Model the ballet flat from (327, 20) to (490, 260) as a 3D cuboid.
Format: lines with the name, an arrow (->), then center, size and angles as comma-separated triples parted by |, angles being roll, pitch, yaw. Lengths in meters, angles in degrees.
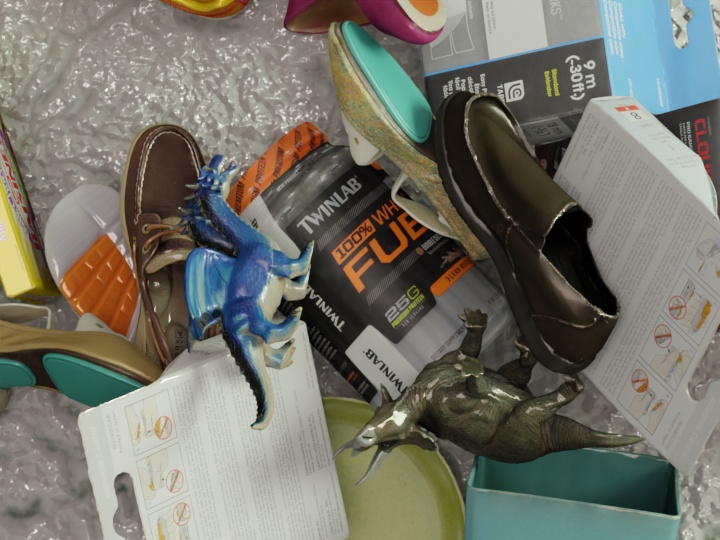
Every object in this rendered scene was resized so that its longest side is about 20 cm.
ballet flat -> 0.033, -0.080, 1.537 | 0.200, 0.071, 0.071 | 43, 92, -18

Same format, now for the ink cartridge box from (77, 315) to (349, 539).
ink cartridge box -> -0.105, 0.136, 1.525 | 0.199, 0.050, 0.162 | -21, 106, -37

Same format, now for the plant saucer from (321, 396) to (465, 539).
plant saucer -> -0.021, 0.190, 1.630 | 0.198, 0.031, 0.202 | 0, 88, 5

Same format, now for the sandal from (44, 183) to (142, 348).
sandal -> -0.160, 0.038, 1.632 | 0.079, 0.059, 0.207 | -34, 93, -20

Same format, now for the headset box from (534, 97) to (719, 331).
headset box -> 0.218, -0.031, 1.539 | 0.075, 0.199, 0.150 | -5, 86, -40

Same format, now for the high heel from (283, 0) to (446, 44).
high heel -> 0.000, -0.171, 1.573 | 0.067, 0.200, 0.096 | 30, 105, -22

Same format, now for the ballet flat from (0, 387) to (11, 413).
ballet flat -> -0.353, 0.088, 1.648 | 0.198, 0.069, 0.070 | -8, 87, 5

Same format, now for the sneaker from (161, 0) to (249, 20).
sneaker -> -0.171, -0.238, 1.641 | 0.198, 0.077, 0.074 | 18, 91, 7

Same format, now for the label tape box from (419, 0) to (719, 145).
label tape box -> 0.141, -0.169, 1.584 | 0.198, 0.063, 0.146 | -11, 76, 17

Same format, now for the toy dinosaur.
toy dinosaur -> 0.087, 0.090, 1.511 | 0.198, 0.103, 0.077 | 8, 44, -20

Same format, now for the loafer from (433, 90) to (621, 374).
loafer -> 0.117, -0.035, 1.484 | 0.071, 0.073, 0.201 | -35, 77, 42

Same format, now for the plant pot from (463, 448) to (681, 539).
plant pot -> 0.135, 0.234, 1.560 | 0.140, 0.141, 0.202 | 7, 101, 6

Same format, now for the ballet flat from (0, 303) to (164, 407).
ballet flat -> -0.211, 0.053, 1.573 | 0.198, 0.069, 0.063 | 8, 57, 18

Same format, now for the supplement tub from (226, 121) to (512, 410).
supplement tub -> 0.000, 0.000, 1.591 | 0.200, 0.123, 0.123 | 45, 92, 5

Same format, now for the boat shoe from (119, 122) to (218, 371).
boat shoe -> -0.125, -0.007, 1.580 | 0.072, 0.072, 0.202 | 3, 81, -18

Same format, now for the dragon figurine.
dragon figurine -> -0.087, 0.021, 1.492 | 0.099, 0.059, 0.201 | 10, 60, 0

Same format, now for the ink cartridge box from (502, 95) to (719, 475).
ink cartridge box -> 0.193, 0.007, 1.483 | 0.200, 0.050, 0.163 | 46, 127, 33

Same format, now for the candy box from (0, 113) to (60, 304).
candy box -> -0.263, -0.075, 1.628 | 0.026, 0.102, 0.202 | -19, 86, 4
